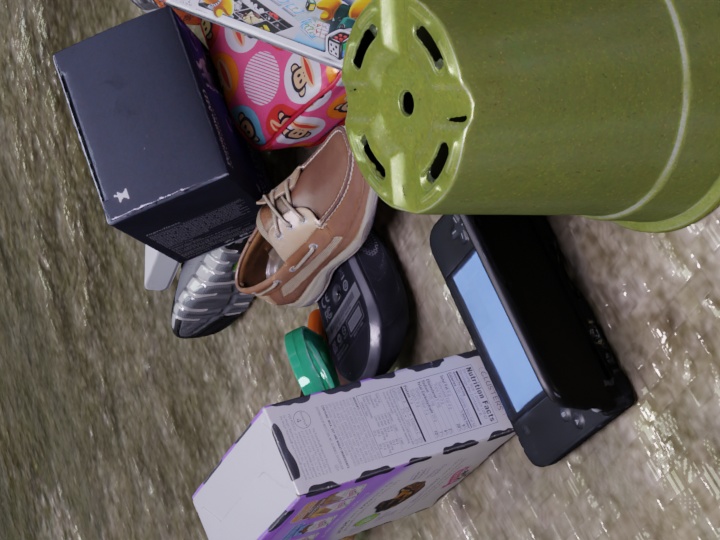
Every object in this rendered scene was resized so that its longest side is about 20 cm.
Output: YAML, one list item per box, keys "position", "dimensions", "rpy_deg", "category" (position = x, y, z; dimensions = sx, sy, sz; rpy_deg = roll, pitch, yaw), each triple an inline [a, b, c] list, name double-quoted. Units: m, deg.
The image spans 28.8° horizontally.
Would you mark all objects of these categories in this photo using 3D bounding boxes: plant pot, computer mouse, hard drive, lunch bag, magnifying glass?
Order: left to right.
- position: [-0.184, -0.100, 1.347]
  dimensions: [0.132, 0.026, 0.202]
  rpy_deg: [125, 146, -59]
  category: "hard drive"
- position: [-0.052, -0.213, 1.117]
  dimensions: [0.176, 0.081, 0.202]
  rpy_deg: [-35, 69, 47]
  category: "lunch bag"
- position: [-0.034, 0.069, 1.143]
  dimensions: [0.080, 0.022, 0.200]
  rpy_deg: [63, -176, -12]
  category: "magnifying glass"
- position: [0.000, 0.000, 1.146]
  dimensions: [0.139, 0.052, 0.202]
  rpy_deg: [-53, 45, 49]
  category: "computer mouse"
- position: [0.097, -0.106, 0.819]
  dimensions: [0.199, 0.188, 0.202]
  rpy_deg: [24, 120, 51]
  category: "plant pot"

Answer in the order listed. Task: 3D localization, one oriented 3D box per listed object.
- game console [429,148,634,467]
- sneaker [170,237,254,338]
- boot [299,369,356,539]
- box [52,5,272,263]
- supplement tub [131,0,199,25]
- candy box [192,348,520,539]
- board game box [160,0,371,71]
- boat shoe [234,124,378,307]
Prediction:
- position: [0.087, 0.024, 0.947]
  dimensions: [0.176, 0.115, 0.201]
  rpy_deg: [-50, 57, 51]
  category: "game console"
- position: [-0.140, -0.033, 1.344]
  dimensions: [0.201, 0.074, 0.116]
  rpy_deg: [-56, 47, 38]
  category: "sneaker"
- position: [-0.047, 0.148, 1.269]
  dimensions: [0.199, 0.072, 0.168]
  rpy_deg: [23, 107, 55]
  category: "boot"
- position: [-0.152, -0.104, 1.152]
  dimensions: [0.200, 0.103, 0.149]
  rpy_deg: [42, -153, -79]
  category: "box"
- position: [-0.184, -0.304, 1.267]
  dimensions: [0.200, 0.122, 0.124]
  rpy_deg: [45, 135, 43]
  category: "supplement tub"
- position: [-0.004, 0.143, 1.048]
  dimensions: [0.072, 0.198, 0.168]
  rpy_deg: [64, 145, 20]
  category: "candy box"
- position: [-0.048, -0.229, 1.040]
  dimensions: [0.199, 0.035, 0.127]
  rpy_deg: [23, 94, 25]
  category: "board game box"
- position: [-0.044, -0.037, 1.095]
  dimensions: [0.201, 0.071, 0.076]
  rpy_deg: [-61, 40, 43]
  category: "boat shoe"
